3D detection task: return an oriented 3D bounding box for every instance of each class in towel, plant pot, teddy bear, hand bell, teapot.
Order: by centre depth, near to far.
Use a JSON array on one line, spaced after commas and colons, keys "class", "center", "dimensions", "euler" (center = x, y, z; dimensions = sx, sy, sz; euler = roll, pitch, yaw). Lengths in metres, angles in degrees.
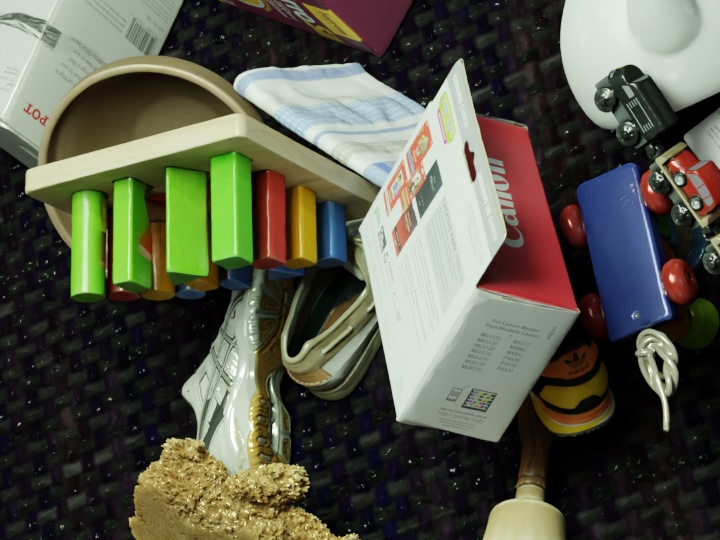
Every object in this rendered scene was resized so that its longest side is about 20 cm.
[{"class": "hand bell", "center": [0.123, 0.149, 1.618], "dimensions": [0.104, 0.104, 0.201], "euler": [-11, 50, 25]}, {"class": "teapot", "center": [0.222, -0.203, 1.632], "dimensions": [0.197, 0.147, 0.200], "euler": [-31, 8, -29]}, {"class": "teddy bear", "center": [-0.076, 0.202, 1.682], "dimensions": [0.199, 0.067, 0.146], "euler": [12, 119, 29]}, {"class": "towel", "center": [0.012, -0.113, 1.760], "dimensions": [0.200, 0.146, 0.024], "euler": [35, 119, 35]}, {"class": "plant pot", "center": [-0.155, -0.089, 1.840], "dimensions": [0.200, 0.202, 0.093], "euler": [-18, 18, 21]}]

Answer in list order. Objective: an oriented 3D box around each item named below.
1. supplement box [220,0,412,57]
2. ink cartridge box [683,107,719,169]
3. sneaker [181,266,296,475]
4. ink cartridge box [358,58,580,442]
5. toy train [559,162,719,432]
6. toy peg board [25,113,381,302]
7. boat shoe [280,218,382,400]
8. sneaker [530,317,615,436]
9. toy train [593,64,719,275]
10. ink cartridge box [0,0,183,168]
[{"class": "supplement box", "center": [-0.062, -0.272, 1.876], "dimensions": [0.199, 0.131, 0.104], "euler": [23, 81, 35]}, {"class": "ink cartridge box", "center": [0.355, -0.093, 1.586], "dimensions": [0.200, 0.084, 0.145], "euler": [-38, 54, 9]}, {"class": "sneaker", "center": [-0.102, 0.076, 1.769], "dimensions": [0.087, 0.076, 0.201], "euler": [-9, 62, 28]}, {"class": "ink cartridge box", "center": [0.081, -0.016, 1.560], "dimensions": [0.201, 0.083, 0.176], "euler": [-101, 31, -46]}, {"class": "toy train", "center": [0.217, 0.033, 1.592], "dimensions": [0.084, 0.115, 0.201], "euler": [-24, 63, 28]}, {"class": "toy peg board", "center": [-0.113, -0.022, 1.674], "dimensions": [0.199, 0.199, 0.098], "euler": [-12, 69, 30]}, {"class": "boat shoe", "center": [0.000, 0.000, 1.751], "dimensions": [0.074, 0.068, 0.201], "euler": [14, 75, 33]}, {"class": "sneaker", "center": [0.122, 0.029, 1.635], "dimensions": [0.070, 0.090, 0.200], "euler": [-24, 43, -12]}, {"class": "toy train", "center": [0.231, -0.056, 1.542], "dimensions": [0.046, 0.034, 0.201], "euler": [-36, 86, 44]}, {"class": "ink cartridge box", "center": [-0.254, -0.191, 1.935], "dimensions": [0.084, 0.146, 0.201], "euler": [16, 75, 35]}]
